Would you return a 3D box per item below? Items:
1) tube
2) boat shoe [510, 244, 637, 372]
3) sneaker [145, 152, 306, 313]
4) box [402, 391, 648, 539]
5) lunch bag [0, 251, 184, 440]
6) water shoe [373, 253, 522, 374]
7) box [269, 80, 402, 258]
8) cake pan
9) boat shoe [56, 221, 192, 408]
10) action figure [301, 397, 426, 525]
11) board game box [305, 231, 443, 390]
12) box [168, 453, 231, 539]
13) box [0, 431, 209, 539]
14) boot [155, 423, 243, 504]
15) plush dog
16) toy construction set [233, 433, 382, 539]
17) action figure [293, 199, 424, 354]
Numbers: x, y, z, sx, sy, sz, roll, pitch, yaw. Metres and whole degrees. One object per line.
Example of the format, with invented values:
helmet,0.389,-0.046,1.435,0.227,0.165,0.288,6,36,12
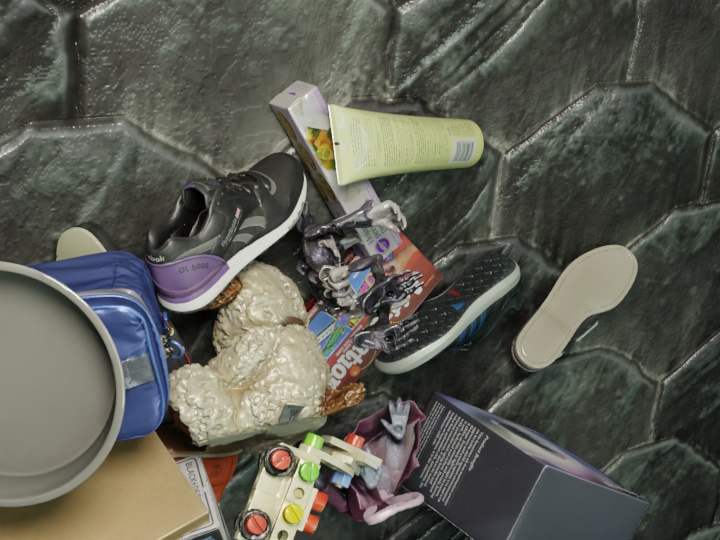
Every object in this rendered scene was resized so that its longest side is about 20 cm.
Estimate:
tube,0.042,-0.127,1.369,0.200,0.058,0.052,-7,138,-47
boat shoe,0.248,0.046,1.630,0.200,0.073,0.063,-44,172,-19
sneaker,-0.119,-0.056,1.255,0.200,0.076,0.088,-52,143,-33
box,0.182,0.250,1.566,0.200,0.198,0.123,24,95,-41
lunch bag,-0.249,0.076,1.166,0.199,0.132,0.136,-10,116,-1
water shoe,0.104,0.065,1.510,0.200,0.071,0.079,-36,132,-17
box,-0.022,-0.094,1.354,0.039,0.041,0.200,-40,124,-15
cake pan,-0.279,0.086,1.081,0.200,0.037,0.201,1,104,4
boat shoe,-0.217,0.039,1.269,0.063,0.074,0.202,-54,130,-47
action figure,0.020,0.223,1.468,0.134,0.149,0.200,-15,151,-21
board game box,-0.008,0.050,1.446,0.200,0.019,0.103,-50,124,-7
box,-0.143,0.288,1.298,0.060,0.117,0.200,-19,122,-7
box,-0.258,0.202,1.202,0.200,0.164,0.021,-27,151,-24
boot,-0.207,0.201,1.343,0.200,0.075,0.107,4,112,-39
plush dog,-0.089,0.071,1.304,0.160,0.172,0.200,-23,160,19
toy construction set,-0.046,0.231,1.282,0.131,0.092,0.200,23,60,-9
action figure,0.000,0.000,1.311,0.102,0.200,0.119,-16,121,-18
